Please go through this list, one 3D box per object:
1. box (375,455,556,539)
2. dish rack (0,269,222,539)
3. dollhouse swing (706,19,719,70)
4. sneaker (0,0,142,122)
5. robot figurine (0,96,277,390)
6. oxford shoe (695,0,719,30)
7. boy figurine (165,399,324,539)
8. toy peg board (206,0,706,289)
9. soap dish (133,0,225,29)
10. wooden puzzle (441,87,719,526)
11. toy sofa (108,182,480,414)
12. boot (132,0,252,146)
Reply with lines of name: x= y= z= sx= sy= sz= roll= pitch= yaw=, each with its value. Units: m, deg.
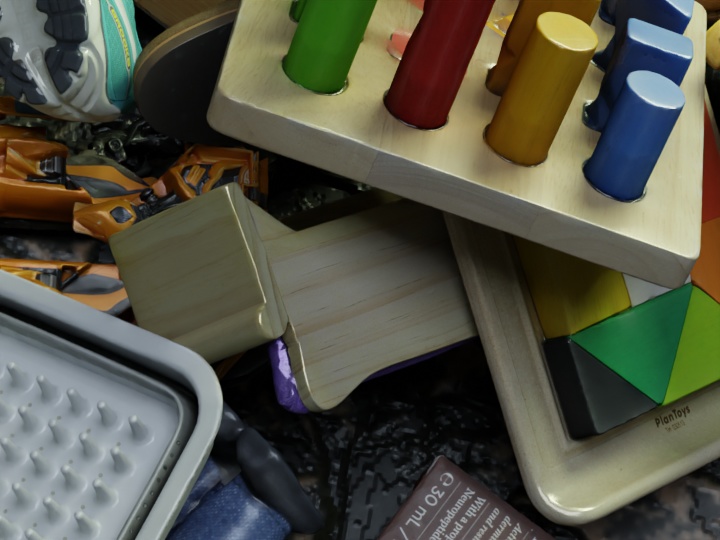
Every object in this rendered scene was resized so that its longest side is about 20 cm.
box: x=0.078 y=0.181 z=1.155 sx=0.200 sy=0.075 sz=0.100 roll=36 pitch=63 yaw=6
dish rack: x=-0.163 y=0.085 z=1.105 sx=0.199 sy=0.044 sz=0.172 roll=21 pitch=70 yaw=23
dollhouse swing: x=0.267 y=-0.077 z=1.235 sx=0.182 sy=0.176 sz=0.200 roll=-40 pitch=82 yaw=-7
sneaker: x=-0.142 y=-0.155 z=1.220 sx=0.077 sy=0.080 sz=0.201 roll=-22 pitch=74 yaw=26
robot figurine: x=-0.123 y=-0.014 z=1.217 sx=0.199 sy=0.058 sz=0.146 roll=3 pitch=65 yaw=-9
oxford shoe: x=0.120 y=-0.138 z=1.316 sx=0.199 sy=0.071 sz=0.072 roll=-21 pitch=72 yaw=-17
boy figurine: x=-0.114 y=0.136 z=1.132 sx=0.200 sy=0.065 sz=0.124 roll=-39 pitch=47 yaw=-8
toy peg board: x=0.059 y=-0.116 z=1.131 sx=0.198 sy=0.098 sz=0.200 roll=19 pitch=36 yaw=-5
soap dish: x=-0.088 y=-0.211 z=1.306 sx=0.200 sy=0.081 sz=0.157 roll=37 pitch=64 yaw=10
wooden puzzle: x=0.113 y=-0.010 z=1.203 sx=0.185 sy=0.037 sz=0.201 roll=-21 pitch=90 yaw=-44
toy sofa: x=0.000 y=0.000 z=1.179 sx=0.199 sy=0.083 sz=0.098 roll=-19 pitch=90 yaw=-44
boot: x=-0.027 y=-0.113 z=1.242 sx=0.199 sy=0.074 sz=0.075 roll=-21 pitch=51 yaw=-32
